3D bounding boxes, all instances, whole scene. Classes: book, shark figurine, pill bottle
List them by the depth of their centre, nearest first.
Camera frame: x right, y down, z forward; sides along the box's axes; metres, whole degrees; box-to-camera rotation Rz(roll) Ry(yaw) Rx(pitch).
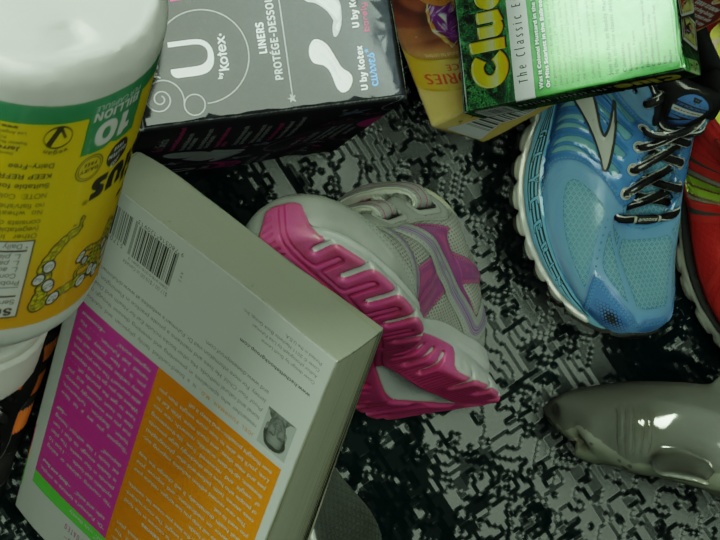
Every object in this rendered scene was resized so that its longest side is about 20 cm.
[{"bbox_3d":[-0.149,-0.041,1.133,0.112,0.200,0.113,11,43,-10],"label":"pill bottle"},{"bbox_3d":[-0.076,0.066,1.223,0.133,0.200,0.048,37,43,19],"label":"book"},{"bbox_3d":[0.201,0.072,1.306,0.214,0.128,0.090,16,87,-7],"label":"shark figurine"}]

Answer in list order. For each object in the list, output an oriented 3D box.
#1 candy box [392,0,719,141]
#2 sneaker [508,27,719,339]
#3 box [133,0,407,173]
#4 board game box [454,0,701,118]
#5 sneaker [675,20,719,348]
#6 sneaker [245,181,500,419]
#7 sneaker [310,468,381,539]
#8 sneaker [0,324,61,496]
[{"bbox_3d":[0.105,-0.151,1.244,0.200,0.056,0.117,-27,74,26],"label":"candy box"},{"bbox_3d":[0.122,-0.066,1.298,0.078,0.090,0.201,-12,103,-37],"label":"sneaker"},{"bbox_3d":[-0.060,-0.117,1.241,0.114,0.200,0.133,-8,88,-10],"label":"box"},{"bbox_3d":[0.083,-0.171,1.213,0.104,0.023,0.201,-9,82,27],"label":"board game box"},{"bbox_3d":[0.182,-0.040,1.333,0.077,0.085,0.201,-19,90,-9],"label":"sneaker"},{"bbox_3d":[0.000,0.000,1.268,0.081,0.200,0.089,-9,69,17],"label":"sneaker"},{"bbox_3d":[-0.044,0.111,1.304,0.080,0.070,0.201,-12,105,29],"label":"sneaker"},{"bbox_3d":[-0.167,0.030,1.266,0.070,0.090,0.201,18,83,-18],"label":"sneaker"}]
